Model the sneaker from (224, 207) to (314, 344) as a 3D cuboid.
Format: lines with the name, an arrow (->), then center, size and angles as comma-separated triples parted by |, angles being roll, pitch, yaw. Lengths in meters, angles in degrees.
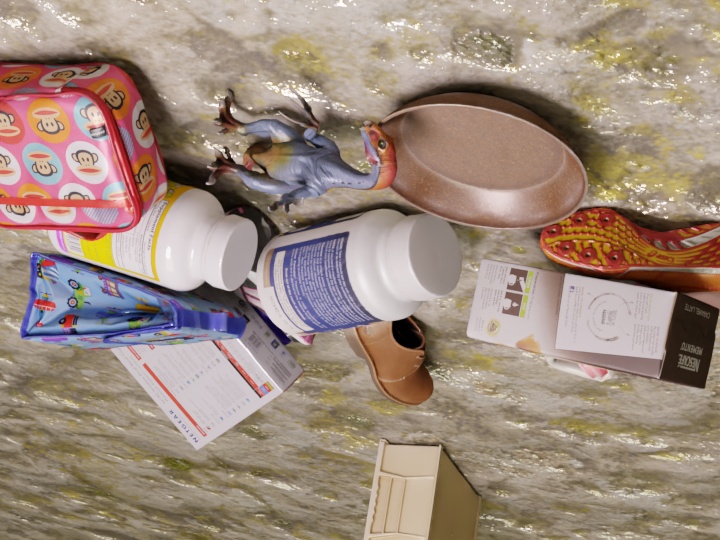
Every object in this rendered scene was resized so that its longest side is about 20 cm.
sneaker -> -0.111, 0.002, 1.595 | 0.086, 0.080, 0.200 | 0, 138, 37

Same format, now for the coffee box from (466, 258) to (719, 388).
coffee box -> 0.216, 0.049, 1.375 | 0.200, 0.080, 0.114 | 11, 178, 35

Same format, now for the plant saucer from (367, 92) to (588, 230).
plant saucer -> 0.105, -0.102, 1.309 | 0.200, 0.037, 0.201 | 12, 154, 6

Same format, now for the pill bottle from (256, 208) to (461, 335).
pill bottle -> 0.000, 0.000, 1.477 | 0.200, 0.111, 0.111 | -12, 143, 42

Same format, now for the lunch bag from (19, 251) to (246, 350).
lunch bag -> -0.223, 0.041, 1.530 | 0.199, 0.094, 0.151 | 5, 175, 23

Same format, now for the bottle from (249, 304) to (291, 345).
bottle -> -0.169, 0.054, 1.721 | 0.200, 0.065, 0.084 | -4, 141, 34

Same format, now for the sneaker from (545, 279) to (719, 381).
sneaker -> 0.270, 0.059, 1.463 | 0.200, 0.105, 0.075 | -8, 144, 36

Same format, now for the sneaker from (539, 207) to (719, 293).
sneaker -> 0.265, -0.007, 1.367 | 0.199, 0.073, 0.077 | 10, 150, 11

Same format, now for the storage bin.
storage bin -> 0.087, 0.368, 2.055 | 0.093, 0.199, 0.200 | -2, 149, 22

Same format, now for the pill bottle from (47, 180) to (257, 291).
pill bottle -> -0.206, -0.041, 1.478 | 0.200, 0.104, 0.104 | 17, 156, 21

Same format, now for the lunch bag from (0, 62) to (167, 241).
lunch bag -> -0.284, -0.105, 1.391 | 0.199, 0.082, 0.177 | 2, 125, 26

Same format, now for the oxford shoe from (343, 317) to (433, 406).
oxford shoe -> 0.049, 0.099, 1.696 | 0.071, 0.071, 0.200 | -5, 147, 25

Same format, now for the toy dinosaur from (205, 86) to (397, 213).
toy dinosaur -> -0.045, -0.108, 1.328 | 0.181, 0.105, 0.200 | 14, -172, 13

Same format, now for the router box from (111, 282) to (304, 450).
router box -> -0.189, 0.085, 1.670 | 0.200, 0.049, 0.179 | 51, 131, -5
